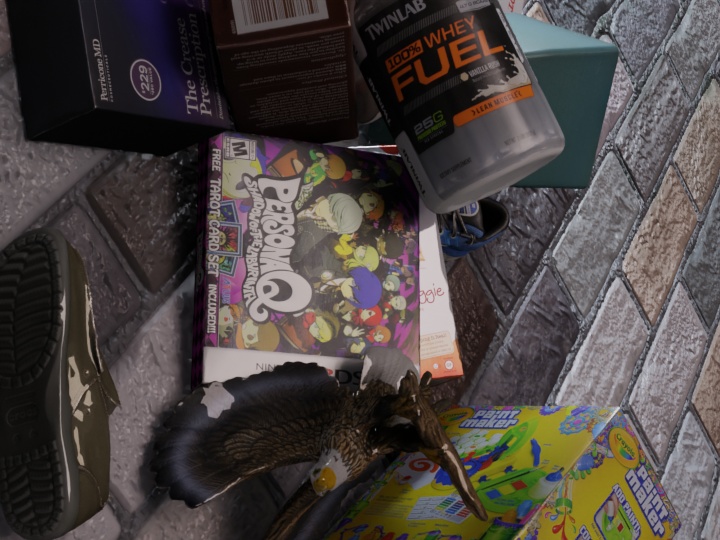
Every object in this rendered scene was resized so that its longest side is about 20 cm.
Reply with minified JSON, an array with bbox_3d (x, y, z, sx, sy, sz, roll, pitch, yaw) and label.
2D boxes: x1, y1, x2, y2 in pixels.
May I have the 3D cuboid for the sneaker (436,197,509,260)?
[{"bbox_3d":[0.061,-0.054,1.309,0.199,0.089,0.079,-1,77,-47],"label":"sneaker"}]

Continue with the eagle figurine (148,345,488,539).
[{"bbox_3d":[-0.033,0.139,1.044,0.151,0.199,0.153,37,32,-62],"label":"eagle figurine"}]

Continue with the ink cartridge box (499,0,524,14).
[{"bbox_3d":[0.085,-0.340,1.465,0.200,0.086,0.147,42,45,-34],"label":"ink cartridge box"}]

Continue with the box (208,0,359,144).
[{"bbox_3d":[-0.056,-0.162,1.101,0.200,0.099,0.075,88,-8,-70],"label":"box"}]

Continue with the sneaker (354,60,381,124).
[{"bbox_3d":[-0.030,-0.194,1.242,0.082,0.077,0.201,-40,144,-21],"label":"sneaker"}]

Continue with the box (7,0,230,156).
[{"bbox_3d":[-0.181,-0.194,1.056,0.141,0.079,0.201,0,76,-51],"label":"box"}]

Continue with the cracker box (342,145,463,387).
[{"bbox_3d":[0.000,0.000,1.191,0.133,0.058,0.201,-5,78,-25],"label":"cracker box"}]

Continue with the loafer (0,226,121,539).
[{"bbox_3d":[-0.199,0.073,0.937,0.070,0.075,0.202,17,67,-62],"label":"loafer"}]

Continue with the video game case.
[{"bbox_3d":[-0.040,-0.001,1.123,0.180,0.036,0.201,7,74,-23],"label":"video game case"}]

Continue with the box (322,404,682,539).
[{"bbox_3d":[0.104,0.209,1.129,0.193,0.199,0.122,-43,112,-32],"label":"box"}]

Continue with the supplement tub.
[{"bbox_3d":[0.066,-0.157,1.130,0.122,0.122,0.201,-19,81,-54],"label":"supplement tub"}]

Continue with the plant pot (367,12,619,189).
[{"bbox_3d":[0.113,-0.159,1.351,0.199,0.141,0.142,-7,115,-43],"label":"plant pot"}]
